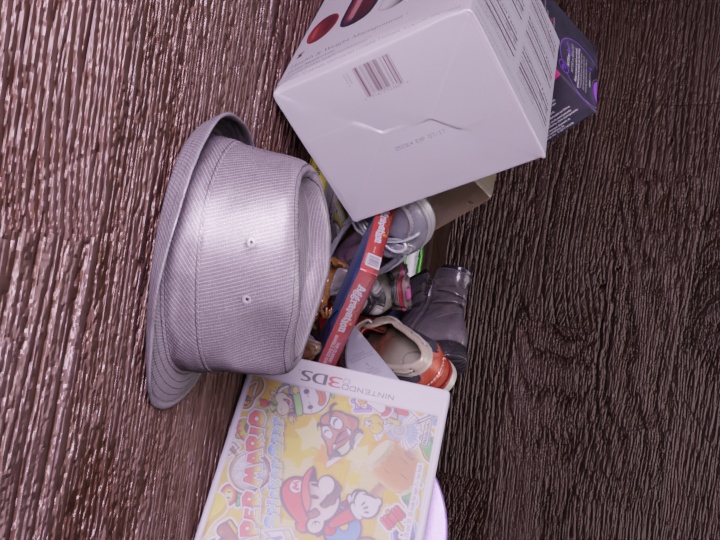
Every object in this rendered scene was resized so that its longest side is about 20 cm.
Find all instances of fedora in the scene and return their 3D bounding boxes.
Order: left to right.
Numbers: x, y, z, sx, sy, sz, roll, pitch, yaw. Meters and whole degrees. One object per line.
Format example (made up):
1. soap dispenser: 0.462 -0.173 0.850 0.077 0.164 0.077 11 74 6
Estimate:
1. fedora: -0.073 0.000 0.646 0.177 0.089 0.203 -15 114 -80

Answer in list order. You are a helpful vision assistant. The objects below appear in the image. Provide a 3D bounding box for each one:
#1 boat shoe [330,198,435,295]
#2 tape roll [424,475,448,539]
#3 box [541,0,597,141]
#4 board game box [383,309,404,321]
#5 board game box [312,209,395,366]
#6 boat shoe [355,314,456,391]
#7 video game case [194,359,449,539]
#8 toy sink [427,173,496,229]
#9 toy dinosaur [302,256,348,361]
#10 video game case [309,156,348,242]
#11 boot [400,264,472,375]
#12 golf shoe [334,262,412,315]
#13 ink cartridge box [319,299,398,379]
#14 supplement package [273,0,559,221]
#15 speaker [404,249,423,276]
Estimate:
1. boat shoe: 0.011 -0.027 0.954 0.065 0.075 0.202 -45 -177 -29
2. tape roll: -0.021 0.230 0.847 0.066 0.197 0.203 73 28 -71
3. box: 0.149 -0.238 1.006 0.199 0.105 0.123 40 41 -25
4. board game box: 0.033 0.151 1.326 0.164 0.056 0.202 -33 143 -31
5. board game box: -0.016 0.041 0.893 0.104 0.019 0.201 -72 -174 -51
6. boat shoe: 0.025 0.085 1.085 0.062 0.199 0.072 39 80 -39
7. video game case: -0.029 0.173 0.798 0.023 0.179 0.202 91 11 -57
8. toy sink: 0.083 -0.152 1.073 0.130 0.112 0.202 -29 -147 40
9. toy dinosaur: -0.057 0.029 0.945 0.200 0.060 0.108 -87 -162 -77
10. video game case: -0.023 -0.115 1.048 0.200 0.025 0.184 55 44 -77
11. boot: 0.055 0.076 1.166 0.070 0.198 0.133 38 46 -41
12. golf shoe: 0.000 0.000 1.168 0.200 0.091 0.074 -126 -152 -73
13. ink cartridge box: -0.014 0.143 1.078 0.200 0.047 0.162 47 -34 41
14. supplement package: 0.059 -0.182 0.851 0.148 0.189 0.201 56 33 -29
15. speaker: 0.044 0.013 1.403 0.088 0.087 0.203 18 81 -81
